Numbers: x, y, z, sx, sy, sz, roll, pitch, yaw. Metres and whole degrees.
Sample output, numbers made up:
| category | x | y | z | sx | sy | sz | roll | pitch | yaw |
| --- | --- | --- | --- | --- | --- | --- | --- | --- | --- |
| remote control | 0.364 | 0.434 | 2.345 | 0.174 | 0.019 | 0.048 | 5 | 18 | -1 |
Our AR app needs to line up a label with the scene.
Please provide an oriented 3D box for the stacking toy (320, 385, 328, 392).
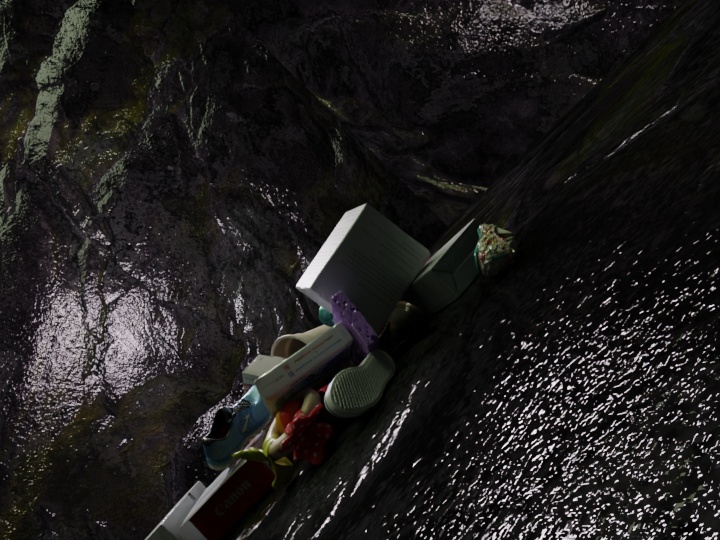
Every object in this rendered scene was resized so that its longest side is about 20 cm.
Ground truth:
| category | x | y | z | sx | sy | sz | roll | pitch | yaw |
| --- | --- | --- | --- | --- | --- | --- | --- | --- | --- |
| stacking toy | -0.129 | 0.299 | 1.272 | 0.200 | 0.116 | 0.110 | -54 | -9 | -36 |

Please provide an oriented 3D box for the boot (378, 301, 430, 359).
| category | x | y | z | sx | sy | sz | roll | pitch | yaw |
| --- | --- | --- | --- | --- | --- | --- | --- | --- | --- |
| boot | 0.071 | 0.123 | 1.154 | 0.097 | 0.074 | 0.200 | -57 | -6 | -17 |

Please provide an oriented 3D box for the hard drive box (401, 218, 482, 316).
| category | x | y | z | sx | sy | sz | roll | pitch | yaw |
| --- | --- | --- | --- | --- | --- | --- | --- | --- | --- |
| hard drive box | 0.169 | 0.006 | 1.250 | 0.156 | 0.077 | 0.200 | -46 | -1 | -25 |

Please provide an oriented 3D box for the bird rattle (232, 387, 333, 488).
| category | x | y | z | sx | sy | sz | roll | pitch | yaw |
| --- | --- | --- | --- | --- | --- | --- | --- | --- | --- |
| bird rattle | -0.119 | 0.259 | 1.041 | 0.200 | 0.112 | 0.164 | -52 | 13 | 35 |

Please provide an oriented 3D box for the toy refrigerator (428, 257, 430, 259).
| category | x | y | z | sx | sy | sz | roll | pitch | yaw |
| --- | --- | --- | --- | --- | --- | --- | --- | --- | --- |
| toy refrigerator | 0.098 | -0.026 | 1.466 | 0.076 | 0.200 | 0.070 | -27 | 28 | 56 |

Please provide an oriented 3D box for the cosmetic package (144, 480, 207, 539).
| category | x | y | z | sx | sy | sz | roll | pitch | yaw |
| --- | --- | --- | --- | --- | --- | --- | --- | --- | --- |
| cosmetic package | -0.356 | 0.537 | 1.295 | 0.081 | 0.113 | 0.200 | -46 | 1 | 8 |

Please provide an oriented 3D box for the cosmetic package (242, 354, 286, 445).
| category | x | y | z | sx | sy | sz | roll | pitch | yaw |
| --- | --- | --- | --- | --- | --- | --- | --- | --- | --- |
| cosmetic package | -0.194 | 0.300 | 1.399 | 0.087 | 0.103 | 0.202 | -45 | -43 | -61 |

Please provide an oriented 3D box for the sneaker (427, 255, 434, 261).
| category | x | y | z | sx | sy | sz | roll | pitch | yaw |
| --- | --- | --- | --- | --- | --- | --- | --- | --- | --- |
| sneaker | 0.164 | 0.014 | 1.406 | 0.199 | 0.089 | 0.081 | -20 | -3 | -26 |

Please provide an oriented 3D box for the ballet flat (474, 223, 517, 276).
| category | x | y | z | sx | sy | sz | roll | pitch | yaw |
| --- | --- | --- | --- | --- | --- | --- | --- | --- | --- |
| ballet flat | 0.222 | -0.035 | 1.018 | 0.063 | 0.076 | 0.200 | -14 | 14 | 16 |

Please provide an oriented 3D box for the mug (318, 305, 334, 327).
| category | x | y | z | sx | sy | sz | roll | pitch | yaw |
| --- | --- | --- | --- | --- | --- | --- | --- | --- | --- |
| mug | -0.035 | 0.054 | 1.436 | 0.184 | 0.152 | 0.115 | -26 | -47 | -19 |

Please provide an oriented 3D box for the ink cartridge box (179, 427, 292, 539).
| category | x | y | z | sx | sy | sz | roll | pitch | yaw |
| --- | --- | --- | --- | --- | --- | --- | --- | --- | --- |
| ink cartridge box | -0.245 | 0.438 | 1.260 | 0.200 | 0.084 | 0.176 | -47 | 1 | 7 |

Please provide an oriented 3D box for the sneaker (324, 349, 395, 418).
| category | x | y | z | sx | sy | sz | roll | pitch | yaw |
| --- | --- | --- | --- | --- | --- | --- | --- | --- | --- |
| sneaker | -0.018 | 0.207 | 1.004 | 0.114 | 0.073 | 0.200 | -48 | -12 | 24 |

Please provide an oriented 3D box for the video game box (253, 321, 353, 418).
| category | x | y | z | sx | sy | sz | roll | pitch | yaw |
| --- | --- | --- | --- | --- | --- | --- | --- | --- | --- |
| video game box | -0.099 | 0.188 | 1.144 | 0.182 | 0.047 | 0.200 | -32 | -18 | -14 |

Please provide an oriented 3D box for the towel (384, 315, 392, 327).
| category | x | y | z | sx | sy | sz | roll | pitch | yaw |
| --- | --- | --- | --- | --- | --- | --- | --- | --- | --- |
| towel | 0.050 | 0.079 | 1.530 | 0.193 | 0.199 | 0.035 | -45 | -39 | -49 |

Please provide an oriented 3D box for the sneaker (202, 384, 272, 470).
| category | x | y | z | sx | sy | sz | roll | pitch | yaw |
| --- | --- | --- | --- | --- | --- | --- | --- | --- | --- |
| sneaker | -0.242 | 0.296 | 1.253 | 0.078 | 0.090 | 0.200 | 2 | 39 | 30 |

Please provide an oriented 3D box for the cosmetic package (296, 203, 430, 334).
| category | x | y | z | sx | sy | sz | roll | pitch | yaw |
| --- | --- | --- | --- | --- | --- | --- | --- | --- | --- |
| cosmetic package | 0.000 | 0.000 | 1.265 | 0.201 | 0.166 | 0.167 | -56 | 13 | -8 |

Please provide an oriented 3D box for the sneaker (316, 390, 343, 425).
| category | x | y | z | sx | sy | sz | roll | pitch | yaw |
| --- | --- | --- | --- | --- | --- | --- | --- | --- | --- |
| sneaker | -0.062 | 0.270 | 1.153 | 0.200 | 0.070 | 0.076 | 115 | 178 | -81 |

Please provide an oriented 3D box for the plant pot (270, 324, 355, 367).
| category | x | y | z | sx | sy | sz | roll | pitch | yaw |
| --- | --- | --- | --- | --- | --- | --- | --- | --- | --- |
| plant pot | -0.075 | 0.205 | 1.464 | 0.183 | 0.201 | 0.201 | -29 | -13 | -45 |

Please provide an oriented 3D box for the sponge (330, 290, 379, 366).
| category | x | y | z | sx | sy | sz | roll | pitch | yaw |
| --- | --- | --- | --- | --- | --- | --- | --- | --- | --- |
| sponge | -0.008 | 0.124 | 1.137 | 0.030 | 0.112 | 0.200 | -34 | -24 | -15 |
